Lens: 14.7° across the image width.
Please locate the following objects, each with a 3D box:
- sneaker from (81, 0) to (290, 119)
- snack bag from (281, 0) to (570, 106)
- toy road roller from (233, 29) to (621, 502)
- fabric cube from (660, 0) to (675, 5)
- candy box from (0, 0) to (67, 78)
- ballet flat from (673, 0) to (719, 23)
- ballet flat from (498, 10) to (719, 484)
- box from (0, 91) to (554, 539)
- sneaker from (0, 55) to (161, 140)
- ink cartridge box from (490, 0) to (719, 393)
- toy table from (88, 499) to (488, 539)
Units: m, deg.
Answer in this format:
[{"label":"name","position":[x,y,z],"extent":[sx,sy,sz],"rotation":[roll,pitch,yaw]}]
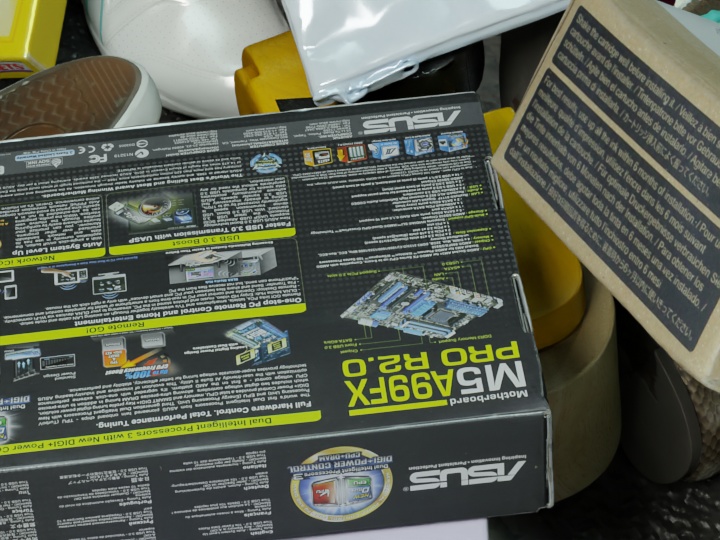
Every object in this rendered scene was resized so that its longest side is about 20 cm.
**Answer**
[{"label":"sneaker","position":[-0.090,-0.142,1.137],"extent":[0.070,0.080,0.200],"rotation":[-27,64,-26]},{"label":"snack bag","position":[0.040,-0.179,1.003],"extent":[0.188,0.021,0.201],"rotation":[-20,84,1]},{"label":"toy road roller","position":[0.000,0.000,1.031],"extent":[0.145,0.123,0.201],"rotation":[-20,56,-6]},{"label":"fabric cube","position":[0.134,-0.218,1.149],"extent":[0.199,0.200,0.197],"rotation":[13,54,1]},{"label":"candy box","position":[-0.154,-0.173,1.119],"extent":[0.102,0.026,0.201],"rotation":[1,72,23]},{"label":"ballet flat","position":[0.141,-0.077,1.014],"extent":[0.200,0.072,0.072],"rotation":[-32,65,-34]},{"label":"ballet flat","position":[0.103,-0.018,1.059],"extent":[0.046,0.067,0.201],"rotation":[-15,83,-33]},{"label":"box","position":[-0.048,0.016,0.892],"extent":[0.199,0.044,0.161],"rotation":[-6,42,-3]},{"label":"sneaker","position":[-0.139,0.011,1.007],"extent":[0.200,0.085,0.073],"rotation":[-47,47,-11]},{"label":"ink cartridge box","position":[0.164,-0.007,0.875],"extent":[0.199,0.075,0.165],"rotation":[16,19,-28]},{"label":"toy table","position":[-0.021,0.135,0.875],"extent":[0.183,0.118,0.200],"rotation":[13,43,18]}]
